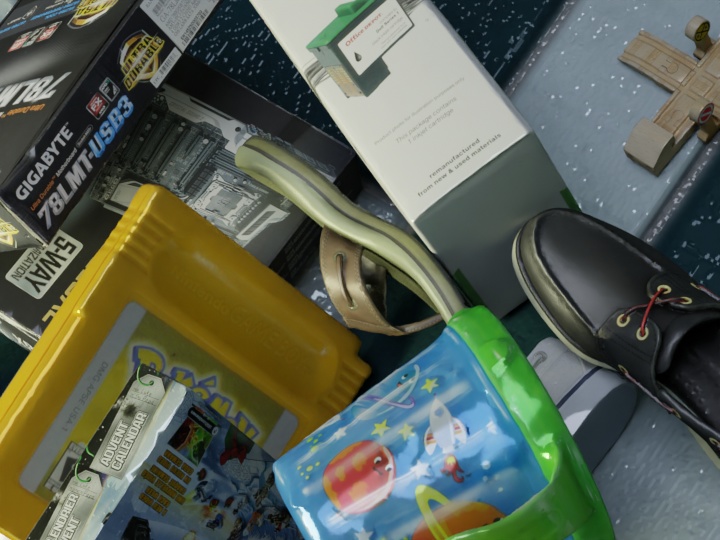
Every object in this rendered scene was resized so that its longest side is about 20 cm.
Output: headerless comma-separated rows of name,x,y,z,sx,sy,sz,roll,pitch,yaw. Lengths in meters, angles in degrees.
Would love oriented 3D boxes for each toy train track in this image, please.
toy train track,0.219,-0.142,1.224,0.115,0.033,0.200,36,82,31

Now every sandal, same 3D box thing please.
sandal,0.000,0.000,1.182,0.201,0.080,0.057,38,84,27

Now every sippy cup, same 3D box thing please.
sippy cup,0.034,0.105,1.032,0.130,0.178,0.140,-28,72,-4

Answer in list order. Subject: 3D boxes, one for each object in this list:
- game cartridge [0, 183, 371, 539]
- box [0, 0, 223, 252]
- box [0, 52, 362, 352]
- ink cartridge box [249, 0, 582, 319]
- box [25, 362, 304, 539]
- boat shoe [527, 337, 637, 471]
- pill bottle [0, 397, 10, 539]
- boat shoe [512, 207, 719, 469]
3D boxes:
game cartridge,-0.103,0.082,1.173,0.200,0.176,0.032,-57,29,-9
box,-0.192,-0.094,1.257,0.200,0.050,0.199,-6,43,53
box,-0.119,-0.023,1.261,0.158,0.050,0.200,31,70,19
ink cartridge box,0.034,-0.089,1.209,0.084,0.146,0.200,-37,57,2
box,-0.090,0.150,1.114,0.040,0.200,0.137,24,76,35
boat shoe,0.053,0.113,1.148,0.086,0.075,0.202,36,80,31
pill bottle,-0.242,0.121,1.243,0.200,0.111,0.111,15,73,28
boat shoe,0.163,0.033,1.112,0.074,0.063,0.201,-42,75,-16
